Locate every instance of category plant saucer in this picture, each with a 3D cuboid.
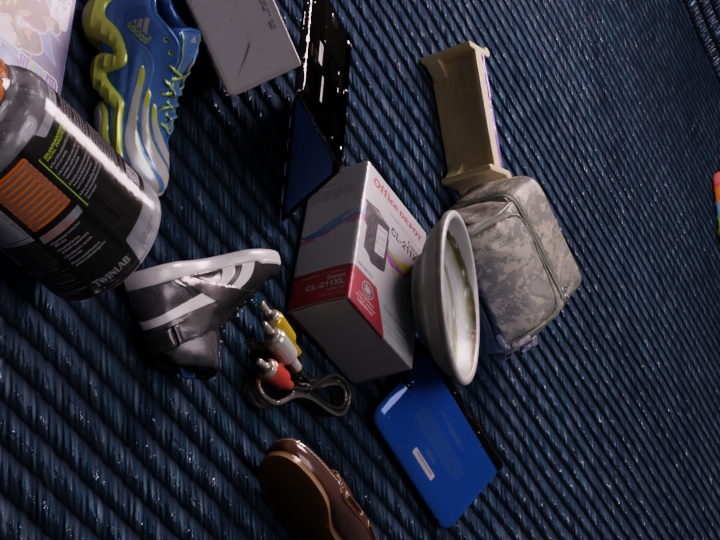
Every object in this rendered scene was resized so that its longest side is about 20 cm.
[{"bbox_3d":[0.094,0.033,1.630,0.200,0.050,0.202,-5,90,-74],"label":"plant saucer"}]

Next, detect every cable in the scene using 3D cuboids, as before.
[{"bbox_3d":[-0.058,0.117,1.471,0.200,0.050,0.098,41,43,-45],"label":"cable"}]

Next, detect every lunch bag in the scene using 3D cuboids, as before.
[{"bbox_3d":[0.187,-0.003,1.909,0.168,0.139,0.201,-42,113,-42],"label":"lunch bag"}]

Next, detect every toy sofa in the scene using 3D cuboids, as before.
[{"bbox_3d":[0.156,-0.213,2.005,0.097,0.082,0.201,15,63,-57],"label":"toy sofa"}]

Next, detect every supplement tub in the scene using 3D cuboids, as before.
[{"bbox_3d":[-0.260,-0.076,1.122,0.200,0.122,0.123,48,37,-41],"label":"supplement tub"}]

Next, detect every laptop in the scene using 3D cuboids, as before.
[{"bbox_3d":[-0.068,-0.187,1.515,0.200,0.103,0.178,58,29,-52],"label":"laptop"}]

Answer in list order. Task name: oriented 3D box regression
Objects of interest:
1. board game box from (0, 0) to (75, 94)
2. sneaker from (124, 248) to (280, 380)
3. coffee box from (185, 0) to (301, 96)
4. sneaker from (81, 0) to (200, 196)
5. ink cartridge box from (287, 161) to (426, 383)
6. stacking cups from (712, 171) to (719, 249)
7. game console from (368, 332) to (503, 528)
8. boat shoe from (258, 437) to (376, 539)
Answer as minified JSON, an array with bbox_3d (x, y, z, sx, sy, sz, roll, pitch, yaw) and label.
[{"bbox_3d":[-0.303,-0.239,1.220,0.135,0.034,0.201,41,42,-47],"label":"board game box"},{"bbox_3d":[-0.141,0.044,1.346,0.199,0.073,0.113,-12,89,-54],"label":"sneaker"},{"bbox_3d":[-0.123,-0.247,1.420,0.200,0.079,0.114,-121,-174,-77],"label":"coffee box"},{"bbox_3d":[-0.194,-0.172,1.313,0.076,0.105,0.201,-12,85,-61],"label":"sneaker"},{"bbox_3d":[0.000,0.000,1.606,0.146,0.082,0.201,48,37,-40],"label":"ink cartridge box"},{"bbox_3d":[0.846,-0.136,3.268,0.061,0.060,0.201,44,39,-43],"label":"stacking cups"},{"bbox_3d":[0.079,0.180,1.728,0.171,0.118,0.201,-45,119,-24],"label":"game console"},{"bbox_3d":[-0.040,0.236,1.426,0.201,0.070,0.071,66,35,-33],"label":"boat shoe"}]
